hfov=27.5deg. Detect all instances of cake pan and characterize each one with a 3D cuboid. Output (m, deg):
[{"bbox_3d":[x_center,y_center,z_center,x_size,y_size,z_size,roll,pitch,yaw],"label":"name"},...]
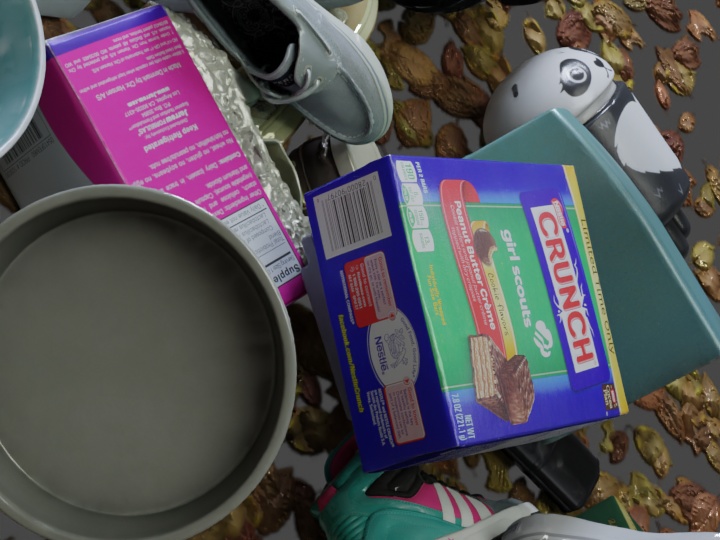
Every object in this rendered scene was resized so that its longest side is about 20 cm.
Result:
[{"bbox_3d":[-0.133,0.053,0.815,0.201,0.199,0.037,60,2,-3],"label":"cake pan"}]

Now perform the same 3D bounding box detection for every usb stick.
[{"bbox_3d":[0.107,0.103,1.099,0.200,0.033,0.056,45,54,-18],"label":"usb stick"}]

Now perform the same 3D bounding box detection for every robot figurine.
[{"bbox_3d":[0.187,-0.084,1.188,0.125,0.150,0.200,-40,102,-12],"label":"robot figurine"}]

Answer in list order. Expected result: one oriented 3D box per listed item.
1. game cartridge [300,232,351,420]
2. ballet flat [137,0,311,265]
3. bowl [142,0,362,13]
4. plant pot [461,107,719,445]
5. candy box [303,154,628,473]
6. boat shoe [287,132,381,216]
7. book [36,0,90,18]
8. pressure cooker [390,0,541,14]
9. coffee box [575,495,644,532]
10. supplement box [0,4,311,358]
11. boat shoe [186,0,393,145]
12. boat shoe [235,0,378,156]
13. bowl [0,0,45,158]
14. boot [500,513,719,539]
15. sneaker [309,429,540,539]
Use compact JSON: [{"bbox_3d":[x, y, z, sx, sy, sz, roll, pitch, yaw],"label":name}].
[{"bbox_3d":[0.034,0.033,0.964,0.200,0.041,0.134,-10,77,-63],"label":"game cartridge"},{"bbox_3d":[-0.084,-0.083,0.953,0.072,0.071,0.201,-32,100,-45],"label":"ballet flat"},{"bbox_3d":[-0.075,-0.261,1.024,0.198,0.075,0.202,-3,68,-5],"label":"bowl"},{"bbox_3d":[0.150,-0.007,1.050,0.201,0.141,0.141,61,14,0],"label":"plant pot"},{"bbox_3d":[0.070,0.024,0.896,0.199,0.077,0.171,-2,76,-52],"label":"candy box"},{"bbox_3d":[0.000,0.000,1.028,0.072,0.059,0.202,-4,75,-64],"label":"boat shoe"},{"bbox_3d":[-0.250,-0.263,0.934,0.133,0.048,0.202,-1,74,-39],"label":"book"},{"bbox_3d":[0.096,-0.311,1.176,0.179,0.176,0.200,44,42,15],"label":"pressure cooker"},{"bbox_3d":[0.224,0.259,1.052,0.200,0.044,0.123,49,14,-39],"label":"coffee box"},{"bbox_3d":[-0.132,-0.042,0.896,0.103,0.101,0.201,-30,93,-46],"label":"supplement box"},{"bbox_3d":[-0.053,-0.142,0.934,0.201,0.070,0.072,48,35,-29],"label":"boat shoe"},{"bbox_3d":[-0.050,-0.153,1.041,0.063,0.073,0.201,47,48,-19],"label":"boat shoe"},{"bbox_3d":[-0.283,-0.119,0.791,0.200,0.105,0.202,19,59,-36],"label":"bowl"},{"bbox_3d":[0.182,0.215,0.909,0.198,0.074,0.096,7,49,-6],"label":"boot"},{"bbox_3d":[0.035,0.151,0.972,0.121,0.084,0.199,51,24,21],"label":"sneaker"}]
